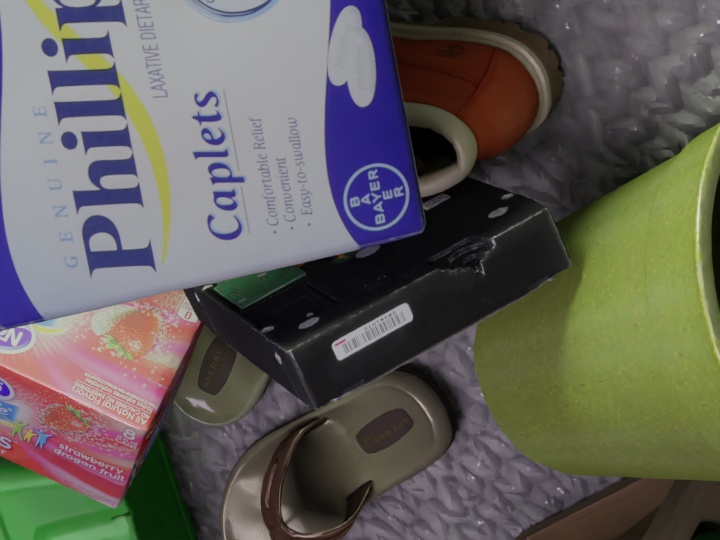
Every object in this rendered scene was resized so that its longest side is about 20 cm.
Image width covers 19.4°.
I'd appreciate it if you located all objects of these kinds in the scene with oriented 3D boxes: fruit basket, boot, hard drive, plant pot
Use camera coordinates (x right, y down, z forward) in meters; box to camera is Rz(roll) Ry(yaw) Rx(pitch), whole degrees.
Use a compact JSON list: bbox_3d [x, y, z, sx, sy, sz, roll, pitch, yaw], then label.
[{"bbox_3d":[-0.210,0.170,1.316,0.215,0.156,0.216,4,118,7],"label":"fruit basket"},{"bbox_3d":[-0.011,-0.082,1.058,0.200,0.107,0.075,3,123,31],"label":"boot"},{"bbox_3d":[0.000,0.000,1.020,0.038,0.140,0.200,66,166,-19],"label":"hard drive"},{"bbox_3d":[0.157,0.025,0.993,0.190,0.200,0.200,-17,110,48],"label":"plant pot"}]

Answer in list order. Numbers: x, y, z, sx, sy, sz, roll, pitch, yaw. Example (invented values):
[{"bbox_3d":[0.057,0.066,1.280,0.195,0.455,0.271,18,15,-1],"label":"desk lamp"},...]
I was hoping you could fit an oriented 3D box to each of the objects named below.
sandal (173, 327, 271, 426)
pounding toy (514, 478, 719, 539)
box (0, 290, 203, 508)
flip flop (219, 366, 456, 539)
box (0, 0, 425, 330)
[{"bbox_3d":[-0.071,0.021,1.187,0.080,0.057,0.201,26,129,13],"label":"sandal"},{"bbox_3d":[0.159,0.206,1.091,0.200,0.184,0.142,-34,100,39],"label":"pounding toy"},{"bbox_3d":[-0.196,0.033,1.160,0.200,0.095,0.103,26,144,-2],"label":"box"},{"bbox_3d":[-0.022,0.124,1.225,0.081,0.058,0.200,48,130,-5],"label":"flip flop"},{"bbox_3d":[-0.091,-0.088,0.916,0.200,0.105,0.184,-14,105,-11],"label":"box"}]
